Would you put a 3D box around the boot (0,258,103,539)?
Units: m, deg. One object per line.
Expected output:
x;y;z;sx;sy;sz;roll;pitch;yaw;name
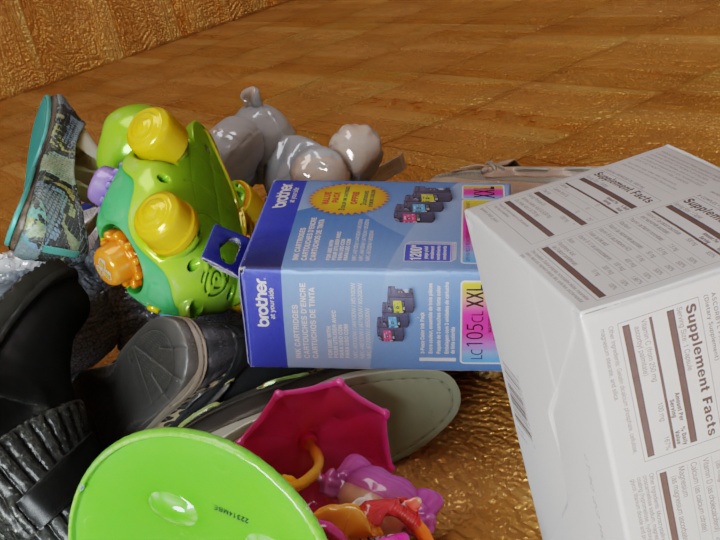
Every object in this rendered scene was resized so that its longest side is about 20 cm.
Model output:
-0.185;0.097;0.734;0.079;0.157;0.212;-48;10;33;boot

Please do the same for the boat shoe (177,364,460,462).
-0.035;0.097;0.758;0.200;0.072;0.061;-18;24;-1;boat shoe

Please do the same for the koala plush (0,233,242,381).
-0.214;0.022;0.953;0.199;0.179;0.183;-23;31;-30;koala plush

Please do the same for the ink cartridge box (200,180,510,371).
0.000;0.000;0.760;0.198;0.077;0.137;-1;27;5;ink cartridge box

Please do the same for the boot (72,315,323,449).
-0.115;0.083;0.837;0.150;0.074;0.200;-6;-25;-41;boot

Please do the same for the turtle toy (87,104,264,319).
-0.141;-0.044;0.849;0.101;0.146;0.201;-25;54;17;turtle toy

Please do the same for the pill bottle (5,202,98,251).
-0.235;-0.020;1.148;0.199;0.113;0.112;-22;21;-18;pill bottle

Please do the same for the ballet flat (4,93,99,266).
-0.229;-0.067;0.904;0.074;0.075;0.201;-13;39;5;ballet flat

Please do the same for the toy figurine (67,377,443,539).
-0.019;0.129;0.620;0.199;0.151;0.184;18;22;19;toy figurine

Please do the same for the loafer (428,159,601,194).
0.138;-0.063;0.980;0.199;0.072;0.063;14;76;46;loafer

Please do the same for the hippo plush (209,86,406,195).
-0.068;-0.111;1.119;0.161;0.160;0.200;40;47;12;hippo plush

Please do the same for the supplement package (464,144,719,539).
0.139;0.067;0.526;0.110;0.202;0.156;-17;20;-6;supplement package

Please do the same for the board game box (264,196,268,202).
0.024;-0.031;0.956;0.198;0.033;0.120;4;-12;1;board game box

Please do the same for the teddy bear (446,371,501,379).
0.086;0.034;0.843;0.199;0.067;0.145;0;23;34;teddy bear
